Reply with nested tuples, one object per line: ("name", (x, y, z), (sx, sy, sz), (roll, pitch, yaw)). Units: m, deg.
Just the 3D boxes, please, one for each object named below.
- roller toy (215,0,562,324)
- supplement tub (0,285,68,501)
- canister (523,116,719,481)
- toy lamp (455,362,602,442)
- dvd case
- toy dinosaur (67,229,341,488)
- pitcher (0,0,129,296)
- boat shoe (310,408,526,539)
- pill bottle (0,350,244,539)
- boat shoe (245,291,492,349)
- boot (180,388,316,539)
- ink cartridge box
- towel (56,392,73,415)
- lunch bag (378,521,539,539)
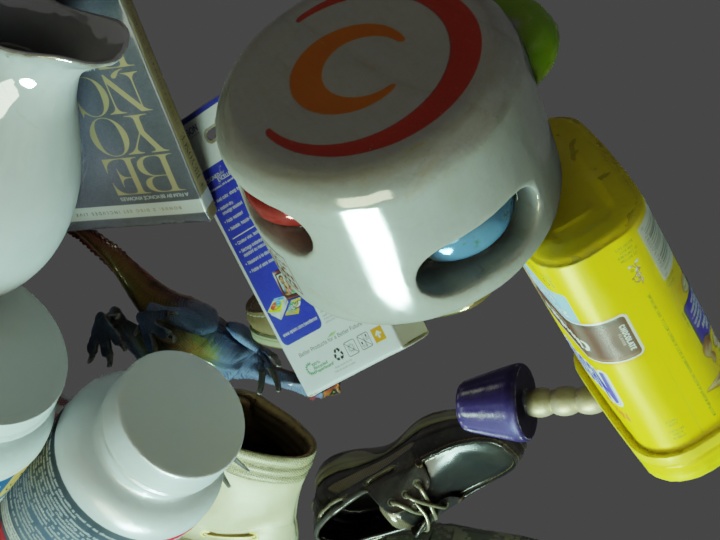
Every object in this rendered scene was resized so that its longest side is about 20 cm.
("roller toy", (0.017, -0.067, 1.220), (0.200, 0.183, 0.140), (-3, 139, 20))
("supplement tub", (-0.288, 0.101, 1.386), (0.145, 0.145, 0.200), (28, 134, -15))
("canister", (0.159, 0.016, 1.308), (0.086, 0.149, 0.200), (-32, 127, 1))
("toy lamp", (0.165, 0.088, 1.461), (0.200, 0.058, 0.058), (-5, 137, 20))
("dvd case", (-0.190, -0.108, 1.341), (0.149, 0.016, 0.200), (-3, 128, 23))
("toy dinosaur", (-0.096, 0.045, 1.492), (0.105, 0.200, 0.181), (-26, 162, 33))
("pitcher", (-0.243, -0.095, 1.298), (0.172, 0.121, 0.200), (37, 125, 18))
("boat shoe", (0.042, 0.165, 1.576), (0.074, 0.073, 0.200), (38, 136, -26))
("pill bottle", (-0.160, 0.136, 1.411), (0.119, 0.120, 0.200), (28, 142, -15))
("boat shoe", (0.000, 0.000, 1.405), (0.200, 0.074, 0.066), (-15, 118, 32))
("boot", (-0.133, 0.148, 1.617), (0.200, 0.073, 0.156), (22, 135, 10))
("ink cartridge box", (-0.041, -0.025, 1.357), (0.095, 0.037, 0.200), (-29, 90, 41))
("towel", (-0.216, 0.179, 1.625), (0.146, 0.030, 0.200), (28, 128, 10))
("lunch bag", (0.079, 0.301, 1.628), (0.168, 0.200, 0.139), (-6, 137, 26))
